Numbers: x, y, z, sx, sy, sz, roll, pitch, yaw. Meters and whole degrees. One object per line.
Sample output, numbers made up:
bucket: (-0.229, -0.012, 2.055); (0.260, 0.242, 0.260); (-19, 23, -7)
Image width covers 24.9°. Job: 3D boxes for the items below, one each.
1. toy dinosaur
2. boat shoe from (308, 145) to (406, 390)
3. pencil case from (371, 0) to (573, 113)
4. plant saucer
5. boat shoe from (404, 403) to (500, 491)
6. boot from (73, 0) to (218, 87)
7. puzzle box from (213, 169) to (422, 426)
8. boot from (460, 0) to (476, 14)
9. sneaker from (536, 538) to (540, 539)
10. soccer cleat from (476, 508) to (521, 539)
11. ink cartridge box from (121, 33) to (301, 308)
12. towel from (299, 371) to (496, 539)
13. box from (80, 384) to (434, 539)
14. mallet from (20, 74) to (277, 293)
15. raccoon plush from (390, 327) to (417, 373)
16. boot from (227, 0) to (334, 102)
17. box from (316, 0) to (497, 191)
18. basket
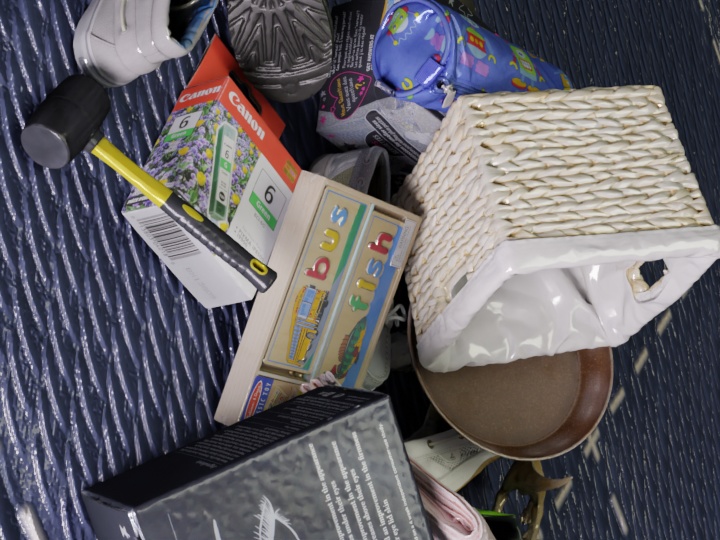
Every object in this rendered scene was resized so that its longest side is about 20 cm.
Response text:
toy dinosaur: (0.145, 0.187, 1.446); (0.200, 0.058, 0.101); (-64, 168, -81)
boat shoe: (0.001, -0.001, 1.346); (0.074, 0.065, 0.202); (9, 75, -54)
pencil case: (0.093, -0.154, 1.314); (0.200, 0.078, 0.087); (15, 39, -50)
plant saucer: (0.124, 0.069, 1.399); (0.200, 0.034, 0.201); (9, 66, -22)
boat shoe: (0.091, 0.136, 1.435); (0.200, 0.071, 0.069); (-32, 104, -56)
boot: (-0.134, -0.220, 1.184); (0.074, 0.095, 0.200); (44, 47, -41)
puzzle box: (-0.030, 0.033, 1.252); (0.133, 0.025, 0.200); (18, 91, -51)
boot: (0.054, -0.290, 1.521); (0.097, 0.075, 0.200); (-85, 152, -42)
sneaker: (0.104, 0.297, 1.416); (0.200, 0.075, 0.085); (-25, 111, -52)
soccer cleat: (0.061, 0.238, 1.348); (0.200, 0.081, 0.068); (-20, 97, -54)
ink cartridge box: (-0.098, -0.082, 1.237); (0.109, 0.050, 0.200); (52, 43, -34)
towel: (0.049, 0.174, 1.236); (0.032, 0.191, 0.200); (-43, 148, -7)
box: (-0.063, 0.181, 1.093); (0.200, 0.104, 0.148); (-21, 100, -26)
mallet: (-0.143, -0.047, 1.108); (0.200, 0.041, 0.066); (44, 46, -4)
raccoon plush: (0.094, 0.021, 1.463); (0.200, 0.097, 0.134); (14, 61, -53)
boot: (-0.063, -0.256, 1.307); (0.158, 0.079, 0.211); (-80, 161, -62)
box: (0.066, -0.143, 1.442); (0.200, 0.115, 0.132); (32, 56, -45)
basket: (0.146, -0.034, 1.315); (0.200, 0.198, 0.161); (-7, 67, -22)
